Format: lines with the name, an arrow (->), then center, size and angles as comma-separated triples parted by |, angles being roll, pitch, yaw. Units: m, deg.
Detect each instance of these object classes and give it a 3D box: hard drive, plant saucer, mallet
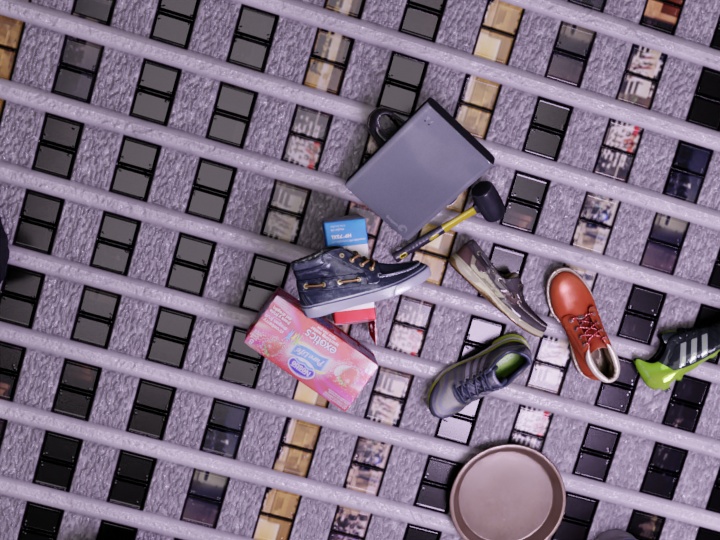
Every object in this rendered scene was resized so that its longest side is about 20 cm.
hard drive -> 0.090, -0.154, 1.374 | 0.140, 0.033, 0.200 | 41, 124, -11
plant saucer -> 0.248, 0.389, 1.499 | 0.200, 0.029, 0.200 | 0, 96, -4
mallet -> 0.146, -0.066, 1.438 | 0.200, 0.041, 0.066 | -37, 127, 12

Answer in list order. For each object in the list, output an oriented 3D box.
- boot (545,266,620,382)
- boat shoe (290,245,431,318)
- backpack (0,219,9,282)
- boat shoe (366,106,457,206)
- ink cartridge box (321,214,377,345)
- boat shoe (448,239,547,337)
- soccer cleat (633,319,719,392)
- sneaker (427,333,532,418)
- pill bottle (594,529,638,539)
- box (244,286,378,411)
boot -> 0.367, 0.089, 1.435 | 0.075, 0.107, 0.200 | -24, 96, 1
boat shoe -> 0.000, 0.000, 1.298 | 0.200, 0.071, 0.091 | -17, 102, -1
backpack -> -0.625, -0.036, 1.319 | 0.154, 0.200, 0.191 | -27, 104, 4
boat shoe -> 0.085, -0.178, 1.405 | 0.073, 0.063, 0.200 | -42, 99, -1
ink cartridge box -> -0.018, 0.016, 1.394 | 0.067, 0.116, 0.200 | -6, 96, -4
boat shoe -> 0.235, 0.029, 1.435 | 0.200, 0.073, 0.065 | 40, 98, -7
soccer cleat -> 0.551, 0.121, 1.473 | 0.200, 0.068, 0.081 | -36, 85, 1
sneaker -> 0.196, 0.175, 1.444 | 0.200, 0.081, 0.074 | -37, 97, 1
pill bottle -> 0.449, 0.509, 1.440 | 0.114, 0.200, 0.114 | -1, 98, -4
box -> -0.079, 0.124, 1.411 | 0.200, 0.100, 0.096 | 36, 93, -7
